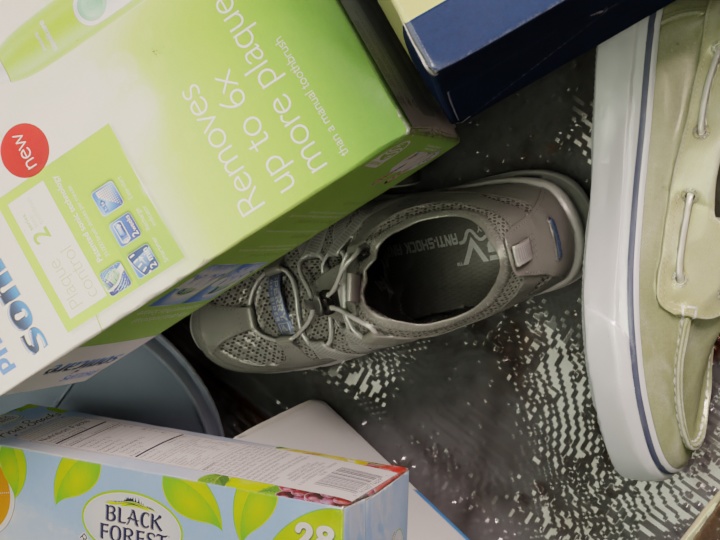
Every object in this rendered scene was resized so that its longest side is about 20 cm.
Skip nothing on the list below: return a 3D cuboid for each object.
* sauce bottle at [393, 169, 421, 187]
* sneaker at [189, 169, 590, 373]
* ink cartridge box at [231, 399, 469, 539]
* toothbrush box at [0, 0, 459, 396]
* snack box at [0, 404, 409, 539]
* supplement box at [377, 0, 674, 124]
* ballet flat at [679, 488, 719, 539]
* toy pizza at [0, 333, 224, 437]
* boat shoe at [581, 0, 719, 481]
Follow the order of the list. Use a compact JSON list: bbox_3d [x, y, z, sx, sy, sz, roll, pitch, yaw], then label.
[{"bbox_3d":[0.001,-0.136,0.730,0.064,0.065,0.201,1,98,27],"label":"sauce bottle"},{"bbox_3d":[0.000,0.000,0.745,0.199,0.082,0.075,-20,90,29],"label":"sneaker"},{"bbox_3d":[-0.039,0.186,0.798,0.144,0.085,0.200,42,116,15],"label":"ink cartridge box"},{"bbox_3d":[-0.085,-0.063,0.682,0.199,0.086,0.146,-31,83,16],"label":"toothbrush box"},{"bbox_3d":[-0.082,0.156,0.729,0.199,0.068,0.170,7,101,25],"label":"snack box"},{"bbox_3d":[0.066,-0.194,0.610,0.199,0.134,0.200,-29,85,4],"label":"supplement box"},{"bbox_3d":[0.164,0.117,0.694,0.200,0.069,0.070,-40,81,21],"label":"ballet flat"},{"bbox_3d":[-0.164,0.080,0.836,0.199,0.032,0.201,2,124,3],"label":"toy pizza"},{"bbox_3d":[0.128,-0.013,0.684,0.062,0.072,0.201,2,97,29],"label":"boat shoe"}]
